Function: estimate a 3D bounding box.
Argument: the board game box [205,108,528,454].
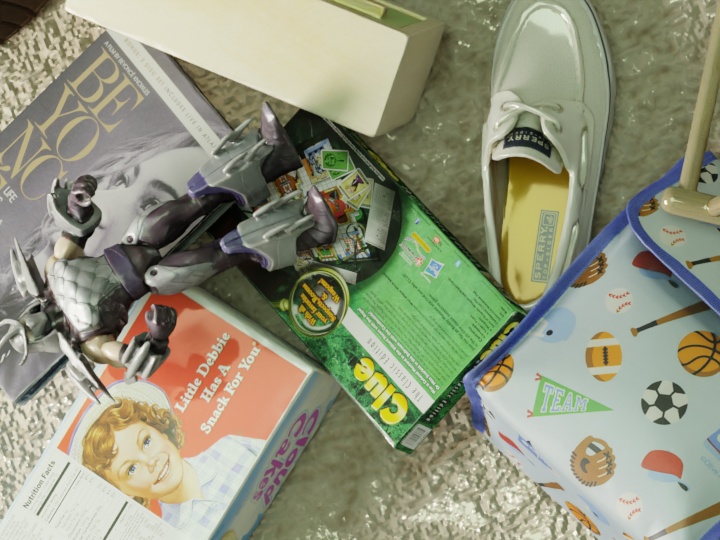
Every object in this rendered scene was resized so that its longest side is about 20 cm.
[{"bbox_3d":[0.000,0.000,1.678,0.105,0.023,0.200,-47,57,8],"label":"board game box"}]

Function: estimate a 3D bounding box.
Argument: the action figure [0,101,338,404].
[{"bbox_3d":[-0.117,-0.008,1.654,0.200,0.069,0.130,-30,72,-3],"label":"action figure"}]

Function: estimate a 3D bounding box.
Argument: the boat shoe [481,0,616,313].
[{"bbox_3d":[0.100,-0.069,1.669,0.071,0.070,0.200,5,85,15],"label":"boat shoe"}]

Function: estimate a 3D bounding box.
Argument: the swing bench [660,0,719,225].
[{"bbox_3d":[0.289,-0.104,1.570,0.200,0.130,0.199,19,74,-17],"label":"swing bench"}]

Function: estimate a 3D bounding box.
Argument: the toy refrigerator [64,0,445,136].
[{"bbox_3d":[-0.059,-0.148,1.705,0.200,0.076,0.070,24,107,13],"label":"toy refrigerator"}]

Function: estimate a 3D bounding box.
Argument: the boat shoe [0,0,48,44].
[{"bbox_3d":[-0.276,-0.151,1.777,0.202,0.075,0.075,-33,70,9],"label":"boat shoe"}]

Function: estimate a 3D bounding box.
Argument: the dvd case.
[{"bbox_3d":[-0.167,-0.039,1.742,0.200,0.016,0.149,-43,58,5],"label":"dvd case"}]

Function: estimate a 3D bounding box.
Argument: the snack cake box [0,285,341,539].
[{"bbox_3d":[-0.114,0.114,1.703,0.115,0.067,0.200,32,91,18],"label":"snack cake box"}]

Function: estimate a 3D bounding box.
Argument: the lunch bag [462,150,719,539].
[{"bbox_3d":[0.182,0.052,1.610,0.200,0.124,0.170,-44,74,-10],"label":"lunch bag"}]
